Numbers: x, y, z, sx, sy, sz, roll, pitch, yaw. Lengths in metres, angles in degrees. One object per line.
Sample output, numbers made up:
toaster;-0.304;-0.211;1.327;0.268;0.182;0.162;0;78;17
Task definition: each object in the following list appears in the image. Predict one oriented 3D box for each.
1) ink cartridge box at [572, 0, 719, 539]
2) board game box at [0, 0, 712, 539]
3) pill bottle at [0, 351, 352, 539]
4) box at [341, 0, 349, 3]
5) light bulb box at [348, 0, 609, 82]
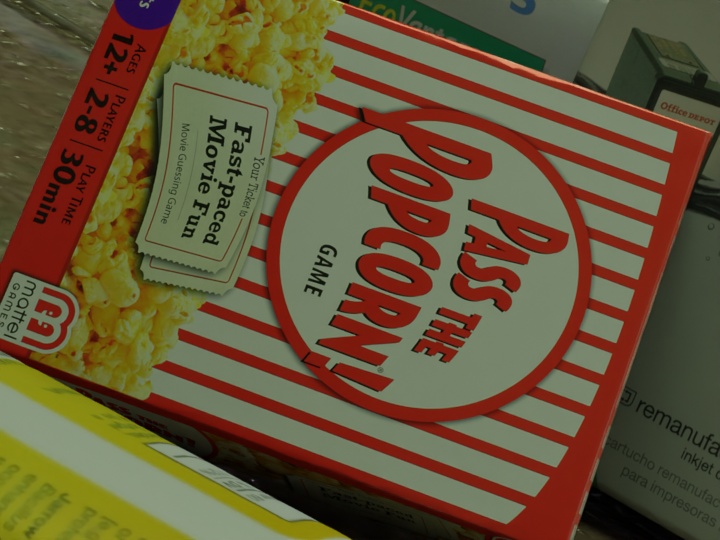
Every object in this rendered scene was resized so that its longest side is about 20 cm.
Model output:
ink cartridge box;0.136;-0.015;0.954;0.146;0.201;0.084;28;11;29
board game box;-0.005;-0.005;0.885;0.199;0.152;0.046;19;-18;4
pill bottle;-0.059;0.091;0.585;0.199;0.115;0.114;26;18;24
box;-0.011;-0.228;1.631;0.196;0.118;0.200;24;16;16
light bulb box;0.114;-0.086;1.305;0.198;0.125;0.200;27;19;24
